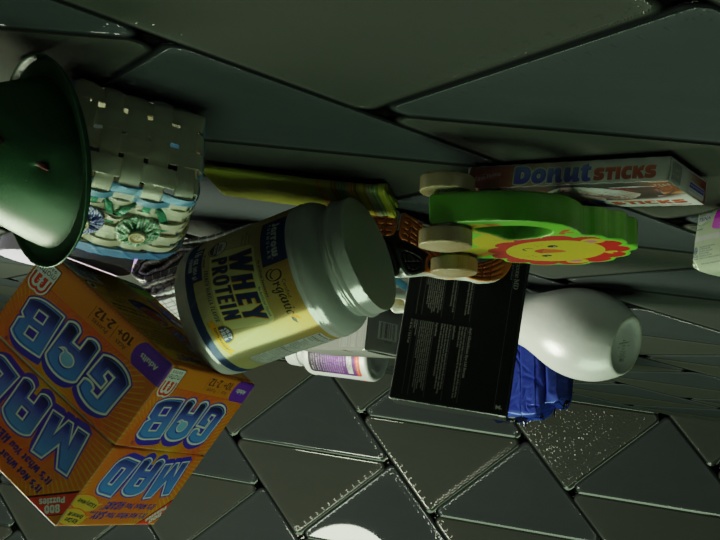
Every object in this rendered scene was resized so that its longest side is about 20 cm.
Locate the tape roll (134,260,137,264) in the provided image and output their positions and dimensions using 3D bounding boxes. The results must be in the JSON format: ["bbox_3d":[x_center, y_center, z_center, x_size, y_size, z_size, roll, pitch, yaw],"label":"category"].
[{"bbox_3d":[-0.370,-0.050,1.533,0.199,0.066,0.200,9,171,1],"label":"tape roll"}]

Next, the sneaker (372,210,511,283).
[{"bbox_3d":[0.067,-0.021,1.279,0.199,0.076,0.092,12,174,-7],"label":"sneaker"}]

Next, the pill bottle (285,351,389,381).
[{"bbox_3d":[-0.051,0.161,2.281,0.199,0.112,0.111,4,169,27],"label":"pill bottle"}]

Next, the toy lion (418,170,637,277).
[{"bbox_3d":[0.155,-0.036,1.015,0.191,0.069,0.200,0,170,9],"label":"toy lion"}]

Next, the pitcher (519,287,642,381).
[{"bbox_3d":[0.290,0.076,1.533,0.200,0.122,0.171,15,-164,42],"label":"pitcher"}]

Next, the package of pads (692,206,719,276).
[{"bbox_3d":[0.418,-0.017,0.975,0.199,0.069,0.154,11,171,-14],"label":"package of pads"}]

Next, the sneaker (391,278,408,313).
[{"bbox_3d":[0.000,0.000,1.423,0.199,0.081,0.076,18,169,-34],"label":"sneaker"}]

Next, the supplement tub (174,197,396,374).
[{"bbox_3d":[-0.077,0.014,1.171,0.199,0.145,0.144,-21,159,20],"label":"supplement tub"}]

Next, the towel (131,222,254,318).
[{"bbox_3d":[-0.183,0.009,1.509,0.199,0.086,0.166,-17,156,11],"label":"towel"}]

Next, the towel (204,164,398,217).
[{"bbox_3d":[-0.062,-0.087,1.184,0.199,0.018,0.086,8,166,12],"label":"towel"}]

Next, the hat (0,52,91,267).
[{"bbox_3d":[-0.327,-0.095,0.864,0.176,0.201,0.166,-4,152,-41],"label":"hat"}]

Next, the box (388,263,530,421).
[{"bbox_3d":[0.122,0.070,1.349,0.141,0.201,0.079,8,170,12],"label":"box"}]

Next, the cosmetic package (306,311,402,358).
[{"bbox_3d":[-0.016,0.114,2.065,0.107,0.091,0.200,13,167,-37],"label":"cosmetic package"}]

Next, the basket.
[{"bbox_3d":[-0.236,-0.080,1.021,0.176,0.140,0.200,13,160,-23],"label":"basket"}]

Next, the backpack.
[{"bbox_3d":[0.309,0.210,2.078,0.167,0.163,0.200,4,168,13],"label":"backpack"}]

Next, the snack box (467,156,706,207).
[{"bbox_3d":[0.193,-0.075,0.981,0.199,0.024,0.072,1,168,41],"label":"snack box"}]

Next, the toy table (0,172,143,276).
[{"bbox_3d":[-0.322,-0.063,1.265,0.199,0.118,0.184,3,169,36],"label":"toy table"}]

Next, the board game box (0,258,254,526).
[{"bbox_3d":[-0.279,0.133,1.209,0.200,0.200,0.200,37,-178,22],"label":"board game box"}]
